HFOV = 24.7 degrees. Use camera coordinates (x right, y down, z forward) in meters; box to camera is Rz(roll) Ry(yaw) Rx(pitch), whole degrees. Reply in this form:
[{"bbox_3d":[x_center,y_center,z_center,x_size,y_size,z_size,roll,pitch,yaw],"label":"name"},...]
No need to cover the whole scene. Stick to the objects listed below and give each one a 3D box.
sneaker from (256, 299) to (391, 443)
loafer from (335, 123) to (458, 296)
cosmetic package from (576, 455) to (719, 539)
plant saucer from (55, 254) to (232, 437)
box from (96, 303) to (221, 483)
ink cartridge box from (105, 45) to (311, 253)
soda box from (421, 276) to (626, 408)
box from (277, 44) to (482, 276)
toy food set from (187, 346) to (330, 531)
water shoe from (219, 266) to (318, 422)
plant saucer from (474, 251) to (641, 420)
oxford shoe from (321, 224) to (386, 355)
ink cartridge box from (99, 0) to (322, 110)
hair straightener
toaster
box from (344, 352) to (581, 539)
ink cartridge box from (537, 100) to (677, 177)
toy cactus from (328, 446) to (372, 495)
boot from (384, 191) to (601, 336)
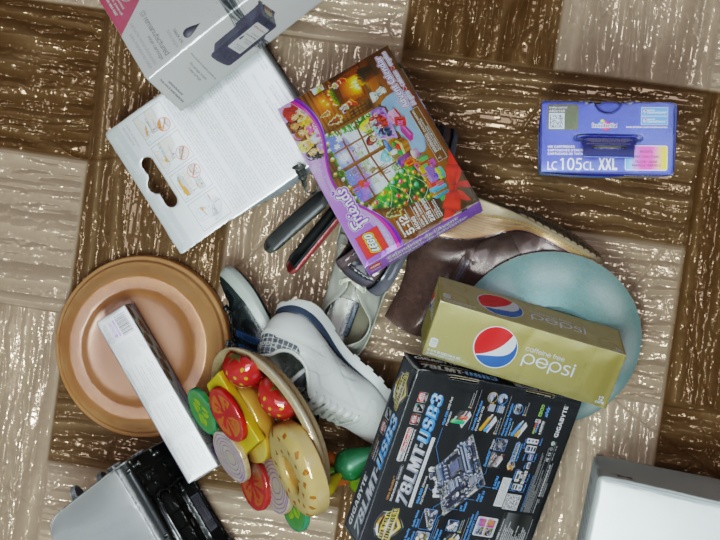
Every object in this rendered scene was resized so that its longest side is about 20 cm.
[{"bbox_3d":[-0.035,0.124,1.728,0.076,0.081,0.200,-25,117,40],"label":"sneaker"},{"bbox_3d":[0.040,-0.074,1.728,0.063,0.072,0.201,29,75,-13],"label":"loafer"},{"bbox_3d":[0.300,0.312,1.682,0.165,0.167,0.202,12,93,6],"label":"cosmetic package"},{"bbox_3d":[-0.240,0.084,1.800,0.198,0.037,0.202,0,92,6],"label":"plant saucer"},{"bbox_3d":[-0.214,0.130,1.760,0.041,0.039,0.201,-32,88,7],"label":"box"},{"bbox_3d":[-0.151,-0.138,1.786,0.199,0.050,0.163,-34,88,10],"label":"ink cartridge box"},{"bbox_3d":[0.164,0.072,1.660,0.198,0.068,0.065,16,111,-5],"label":"soda box"},{"bbox_3d":[0.019,-0.114,1.695,0.136,0.039,0.201,-30,73,1],"label":"box"},{"bbox_3d":[-0.100,0.173,1.683,0.048,0.198,0.201,-28,82,-29],"label":"toy food set"},{"bbox_3d":[-0.117,0.095,1.766,0.078,0.072,0.201,-27,89,-3],"label":"water shoe"},{"bbox_3d":[0.197,0.081,1.719,0.199,0.039,0.203,1,113,2],"label":"plant saucer"},{"bbox_3d":[0.000,0.000,1.764,0.074,0.058,0.202,15,90,10],"label":"oxford shoe"},{"bbox_3d":[-0.159,-0.292,1.737,0.199,0.084,0.145,-37,61,6],"label":"ink cartridge box"},{"bbox_3d":[-0.034,-0.092,1.741,0.077,0.041,0.200,39,101,-23],"label":"hair straightener"},{"bbox_3d":[-0.216,0.291,1.732,0.118,0.181,0.201,-32,88,11],"label":"toaster"},{"bbox_3d":[0.105,0.197,1.676,0.197,0.050,0.202,12,105,-23],"label":"box"},{"bbox_3d":[0.247,-0.132,1.664,0.135,0.200,0.077,1,91,6],"label":"ink cartridge box"},{"bbox_3d":[0.031,0.211,1.725,0.198,0.103,0.166,11,130,-3],"label":"toy cactus"},{"bbox_3d":[0.140,0.014,1.752,0.198,0.072,0.168,22,101,7],"label":"boot"}]
